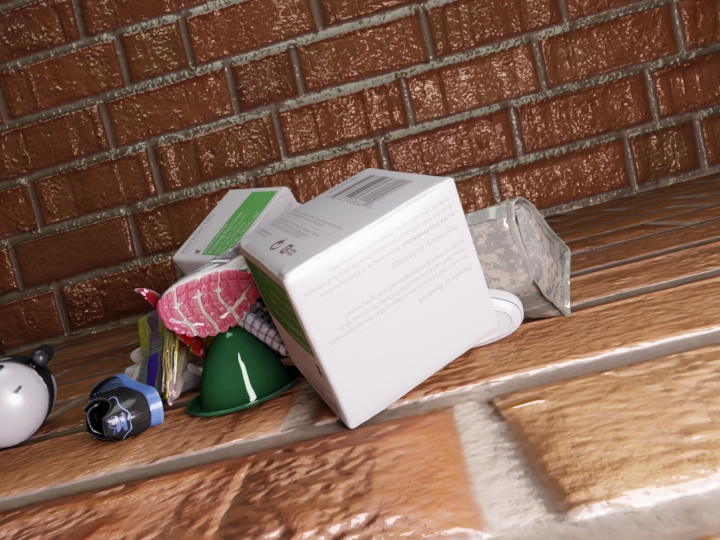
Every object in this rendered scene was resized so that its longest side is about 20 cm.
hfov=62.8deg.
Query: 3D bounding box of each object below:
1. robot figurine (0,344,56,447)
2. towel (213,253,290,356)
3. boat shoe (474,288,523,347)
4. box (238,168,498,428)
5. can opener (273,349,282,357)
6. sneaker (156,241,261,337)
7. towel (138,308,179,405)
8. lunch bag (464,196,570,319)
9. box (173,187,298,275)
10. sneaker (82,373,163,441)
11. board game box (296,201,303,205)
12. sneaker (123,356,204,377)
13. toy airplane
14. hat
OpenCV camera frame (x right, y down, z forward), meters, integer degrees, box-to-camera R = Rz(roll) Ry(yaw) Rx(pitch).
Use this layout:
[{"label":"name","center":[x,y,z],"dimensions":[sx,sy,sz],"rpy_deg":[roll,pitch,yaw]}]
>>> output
[{"label":"robot figurine","center":[-0.543,0.197,0.913],"dimensions":[0.121,0.155,0.199],"rpy_deg":[-1,-1,-22]},{"label":"towel","center":[-0.119,0.051,0.844],"dimensions":[0.163,0.087,0.200],"rpy_deg":[28,-5,20]},{"label":"boat shoe","center":[0.102,0.075,0.720],"dimensions":[0.194,0.074,0.066],"rpy_deg":[-7,24,11]},{"label":"box","center":[0.002,0.013,0.640],"dimensions":[0.197,0.175,0.198],"rpy_deg":[-31,22,-16]},{"label":"can opener","center":[-0.140,0.131,1.034],"dimensions":[0.194,0.054,0.067],"rpy_deg":[-12,-30,17]},{"label":"sneaker","center":[-0.155,0.011,0.719],"dimensions":[0.197,0.083,0.074],"rpy_deg":[-28,37,-31]},{"label":"towel","center":[-0.298,0.122,0.857],"dimensions":[0.022,0.148,0.198],"rpy_deg":[7,-16,-31]},{"label":"lunch bag","center":[0.169,-0.011,0.779],"dimensions":[0.161,0.121,0.199],"rpy_deg":[-11,-31,38]},{"label":"box","center":[-0.199,-0.018,1.122],"dimensions":[0.168,0.202,0.201],"rpy_deg":[2,47,38]},{"label":"sneaker","center":[-0.338,0.183,0.788],"dimensions":[0.077,0.072,0.197],"rpy_deg":[-11,1,-43]},{"label":"board game box","center":[-0.113,-0.052,1.259],"dimensions":[0.202,0.194,0.044],"rpy_deg":[111,-177,-55]},{"label":"sneaker","center":[-0.348,0.156,1.113],"dimensions":[0.195,0.083,0.076],"rpy_deg":[-17,7,-20]},{"label":"toy airplane","center":[-0.294,0.128,1.001],"dimensions":[0.140,0.204,0.197],"rpy_deg":[33,-26,-23]},{"label":"hat","center":[-0.178,0.082,0.793],"dimensions":[0.161,0.181,0.200],"rpy_deg":[-16,5,-9]}]
